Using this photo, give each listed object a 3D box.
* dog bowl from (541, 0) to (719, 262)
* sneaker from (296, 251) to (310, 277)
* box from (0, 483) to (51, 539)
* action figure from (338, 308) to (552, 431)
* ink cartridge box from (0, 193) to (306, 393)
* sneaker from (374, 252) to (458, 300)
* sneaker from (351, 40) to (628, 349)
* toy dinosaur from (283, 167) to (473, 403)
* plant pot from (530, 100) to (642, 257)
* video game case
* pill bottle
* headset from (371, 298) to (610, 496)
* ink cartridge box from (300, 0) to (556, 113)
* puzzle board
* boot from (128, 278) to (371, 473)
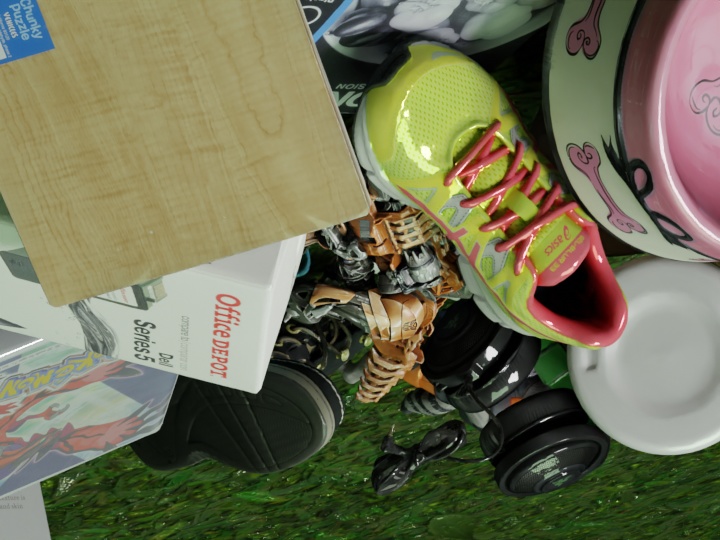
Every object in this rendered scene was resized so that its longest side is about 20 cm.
[{"bbox_3d":[0.188,-0.091,1.096,0.200,0.201,0.074,-5,-163,-24],"label":"dog bowl"},{"bbox_3d":[-0.098,0.016,1.370,0.130,0.080,0.200,-8,160,-12],"label":"sneaker"},{"bbox_3d":[-0.286,0.190,1.532,0.106,0.200,0.152,3,154,-43],"label":"box"},{"bbox_3d":[0.100,0.066,1.507,0.200,0.105,0.193,0,-167,-32],"label":"action figure"},{"bbox_3d":[-0.129,-0.024,1.122,0.200,0.084,0.146,14,158,1],"label":"ink cartridge box"},{"bbox_3d":[0.036,-0.022,1.394,0.080,0.077,0.200,-3,166,26],"label":"sneaker"},{"bbox_3d":[0.073,-0.033,1.130,0.078,0.090,0.200,-47,129,-7],"label":"sneaker"},{"bbox_3d":[0.000,0.000,1.241,0.136,0.200,0.102,19,-152,18],"label":"toy dinosaur"},{"bbox_3d":[0.170,-0.088,1.252,0.200,0.093,0.201,-12,159,-5],"label":"plant pot"},{"bbox_3d":[-0.184,0.075,1.273,0.200,0.023,0.182,-23,157,-26],"label":"video game case"},{"bbox_3d":[0.186,0.043,1.363,0.111,0.111,0.200,-19,178,13],"label":"pill bottle"},{"bbox_3d":[0.073,0.078,1.321,0.094,0.124,0.200,-36,176,22],"label":"headset"},{"bbox_3d":[-0.021,-0.112,1.132,0.198,0.043,0.200,-1,158,-32],"label":"ink cartridge box"},{"bbox_3d":[-0.096,-0.091,0.994,0.150,0.017,0.200,-16,116,8],"label":"puzzle board"},{"bbox_3d":[-0.043,0.055,1.411,0.154,0.074,0.203,-35,-166,-34],"label":"boot"}]
